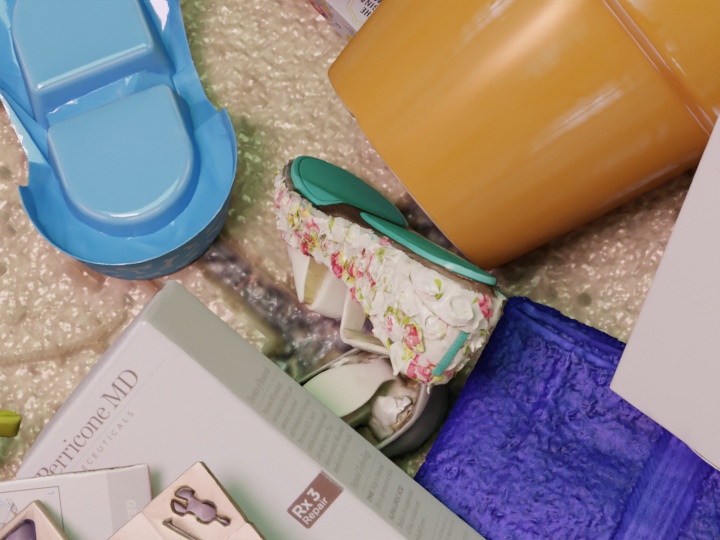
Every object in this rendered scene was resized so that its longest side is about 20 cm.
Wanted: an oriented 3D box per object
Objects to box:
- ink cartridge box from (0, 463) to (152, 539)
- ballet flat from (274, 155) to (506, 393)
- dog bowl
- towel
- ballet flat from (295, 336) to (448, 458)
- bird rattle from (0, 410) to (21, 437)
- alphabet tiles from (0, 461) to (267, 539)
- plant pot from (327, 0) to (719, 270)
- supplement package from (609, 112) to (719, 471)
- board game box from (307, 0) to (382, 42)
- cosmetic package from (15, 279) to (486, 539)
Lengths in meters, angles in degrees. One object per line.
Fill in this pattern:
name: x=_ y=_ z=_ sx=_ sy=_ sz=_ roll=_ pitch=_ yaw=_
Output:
ink cartridge box: x=-0.174 y=0.176 z=1.137 sx=0.175 sy=0.201 sz=0.045 roll=-7 pitch=22 yaw=-9
ballet flat: x=0.000 y=0.000 z=1.207 sx=0.075 sy=0.200 sz=0.064 roll=18 pitch=100 yaw=-26
dog bowl: x=-0.128 y=-0.084 z=1.304 sx=0.111 sy=0.050 sz=0.201 roll=-21 pitch=67 yaw=-2
towel: x=0.127 y=0.107 z=1.193 sx=0.199 sy=0.050 sz=0.148 roll=24 pitch=72 yaw=16
ballet flat: x=-0.050 y=0.089 z=1.214 sx=0.200 sy=0.064 sz=0.068 roll=-31 pitch=67 yaw=-6
bird rattle: x=-0.254 y=0.101 z=1.173 sx=0.112 sy=0.200 sz=0.164 roll=17 pitch=101 yaw=28
alphabet tiles: x=-0.111 y=0.182 z=1.077 sx=0.200 sy=0.008 sz=0.167 roll=-41 pitch=80 yaw=6
plant pot: x=0.092 y=-0.104 z=1.220 sx=0.183 sy=0.200 sz=0.200 roll=-39 pitch=68 yaw=8
supplement package: x=0.215 y=-0.010 z=1.124 sx=0.121 sy=0.201 sz=0.120 roll=36 pitch=39 yaw=23
board game box: x=-0.006 y=-0.216 z=1.350 sx=0.134 sy=0.034 sz=0.200 roll=-40 pitch=69 yaw=-9
cosmetic package: x=-0.045 y=0.110 z=1.145 sx=0.200 sy=0.074 sz=0.102 roll=38 pitch=107 yaw=-5
